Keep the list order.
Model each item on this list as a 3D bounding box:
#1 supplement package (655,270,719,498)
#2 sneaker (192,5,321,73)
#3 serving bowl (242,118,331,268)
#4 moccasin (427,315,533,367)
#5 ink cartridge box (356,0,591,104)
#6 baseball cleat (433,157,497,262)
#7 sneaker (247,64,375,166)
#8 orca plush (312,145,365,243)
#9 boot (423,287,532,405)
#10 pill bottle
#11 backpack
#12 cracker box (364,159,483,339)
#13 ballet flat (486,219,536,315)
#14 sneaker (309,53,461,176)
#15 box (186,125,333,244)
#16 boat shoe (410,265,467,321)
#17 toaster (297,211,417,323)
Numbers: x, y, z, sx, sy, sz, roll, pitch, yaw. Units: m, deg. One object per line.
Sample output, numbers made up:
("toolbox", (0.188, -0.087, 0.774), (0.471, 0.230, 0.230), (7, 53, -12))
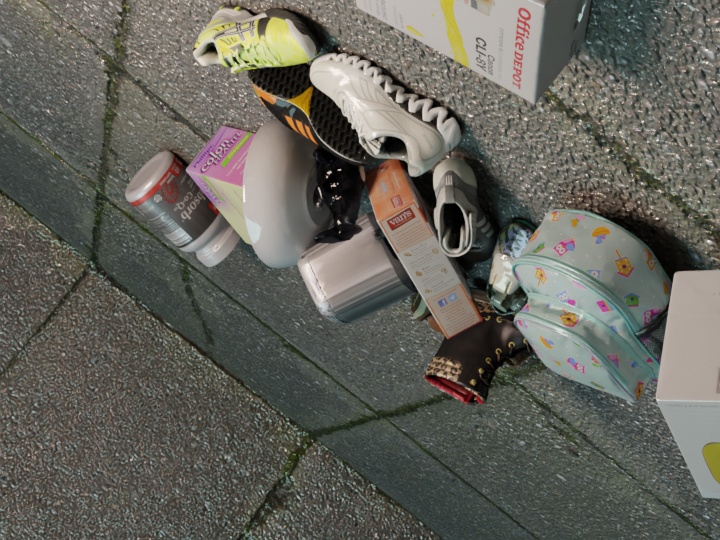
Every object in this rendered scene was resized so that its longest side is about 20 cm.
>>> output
("supplement package", (0.397, 0.116, 1.161), (0.150, 0.152, 0.200), (-2, 143, 30))
("sneaker", (-0.123, -0.264, 1.404), (0.199, 0.077, 0.076), (14, 150, 49))
("serving bowl", (-0.083, -0.103, 1.574), (0.065, 0.202, 0.201), (1, 147, 24))
("moccasin", (0.172, 0.099, 1.744), (0.200, 0.078, 0.074), (20, 156, 43))
("ink cartridge box", (0.092, -0.252, 1.005), (0.199, 0.084, 0.145), (32, 162, 17))
("baseball cleat", (0.120, -0.046, 1.429), (0.069, 0.107, 0.200), (-4, 146, 19))
("sneaker", (-0.053, -0.195, 1.471), (0.200, 0.070, 0.090), (38, 169, 12))
("orca plush", (-0.044, -0.116, 1.479), (0.105, 0.201, 0.071), (-28, 127, 36))
("boot", (0.194, 0.116, 1.611), (0.199, 0.151, 0.073), (21, 155, 25))
("pill bottle", (-0.312, -0.107, 2.102), (0.200, 0.116, 0.116), (45, 161, -24))
("backpack", (0.256, 0.035, 1.284), (0.175, 0.153, 0.201), (22, 151, 53))
("cracker box", (0.079, -0.030, 1.490), (0.201, 0.057, 0.134), (57, -171, -30))
("ballet flat", (0.192, 0.008, 1.493), (0.072, 0.072, 0.201), (32, 161, 15))
("sneaker", (0.015, -0.180, 1.345), (0.199, 0.081, 0.075), (33, 164, 20))
("box", (-0.133, -0.112, 1.774), (0.199, 0.097, 0.176), (17, 154, 45))
("boat shoe", (0.103, 0.012, 1.697), (0.075, 0.074, 0.202), (54, 162, 8))
("toaster", (0.000, 0.000, 1.563), (0.114, 0.128, 0.200), (63, -173, 10))
